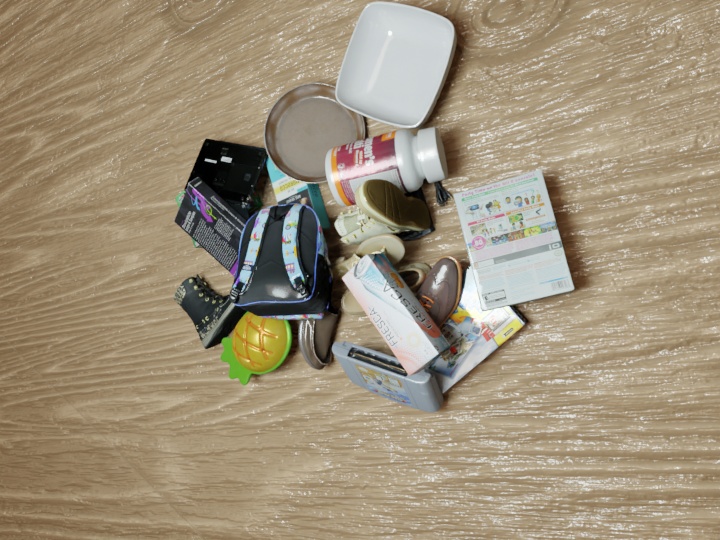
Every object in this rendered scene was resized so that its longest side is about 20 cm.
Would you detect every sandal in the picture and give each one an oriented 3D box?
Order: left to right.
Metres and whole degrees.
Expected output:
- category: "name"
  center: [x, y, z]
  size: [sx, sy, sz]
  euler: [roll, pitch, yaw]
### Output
- category: "sandal"
  center: [0.005, 0.003, 0.976]
  size: [0.211, 0.077, 0.070]
  euler: [-23, 42, 53]

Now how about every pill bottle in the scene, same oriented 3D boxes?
- category: "pill bottle"
  center: [0.047, -0.186, 0.941]
  size: [0.199, 0.109, 0.110]
  euler: [-11, 88, 19]

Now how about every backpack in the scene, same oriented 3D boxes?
- category: "backpack"
  center: [-0.142, -0.018, 1.008]
  size: [0.181, 0.135, 0.201]
  euler: [-5, 68, 19]

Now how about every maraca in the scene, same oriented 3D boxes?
- category: "maraca"
  center: [-0.222, 0.157, 1.120]
  size: [0.200, 0.107, 0.138]
  euler: [-38, 69, 23]

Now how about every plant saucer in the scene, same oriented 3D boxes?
- category: "plant saucer"
  center: [-0.090, -0.267, 1.044]
  size: [0.199, 0.032, 0.202]
  euler: [0, 86, 4]

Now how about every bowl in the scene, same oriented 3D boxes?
- category: "bowl"
  center: [0.071, -0.367, 0.967]
  size: [0.199, 0.075, 0.201]
  euler: [27, 104, 24]

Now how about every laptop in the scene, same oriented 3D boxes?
- category: "laptop"
  center: [-0.278, -0.162, 1.144]
  size: [0.176, 0.103, 0.201]
  euler: [15, 80, 25]

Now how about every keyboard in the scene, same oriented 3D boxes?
- category: "keyboard"
  center: [0.095, -0.163, 0.995]
  size: [0.127, 0.021, 0.201]
  euler: [-21, 84, 26]

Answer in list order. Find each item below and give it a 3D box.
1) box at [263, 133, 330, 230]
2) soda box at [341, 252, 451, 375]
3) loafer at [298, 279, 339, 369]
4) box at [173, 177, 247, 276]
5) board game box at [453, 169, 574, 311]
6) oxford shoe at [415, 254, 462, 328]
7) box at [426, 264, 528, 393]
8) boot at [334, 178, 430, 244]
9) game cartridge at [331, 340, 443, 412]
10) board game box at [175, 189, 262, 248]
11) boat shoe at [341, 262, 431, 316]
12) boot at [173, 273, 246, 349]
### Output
- category: "box"
  center: [-0.133, -0.168, 1.092]
  size: [0.082, 0.049, 0.201]
  euler: [-20, 83, 26]
- category: "soda box"
  center: [0.059, 0.068, 0.875]
  size: [0.068, 0.063, 0.200]
  euler: [-42, 75, 25]
- category: "loafer"
  center: [-0.081, 0.099, 1.065]
  size: [0.071, 0.073, 0.202]
  euler: [-6, 90, 28]
- category: "box"
  center: [-0.296, -0.083, 1.120]
  size: [0.200, 0.036, 0.143]
  euler: [42, 138, -4]
- category: "board game box"
  center: [0.248, -0.046, 0.874]
  size: [0.147, 0.064, 0.201]
  euler: [-14, 81, 15]
- category: "oxford shoe"
  center: [0.119, 0.069, 0.921]
  size: [0.071, 0.072, 0.201]
  euler: [25, 103, 24]
- category: "box"
  center: [0.179, 0.105, 0.954]
  size: [0.200, 0.038, 0.137]
  euler: [-46, 72, 21]
- category: "boot"
  center: [0.013, -0.094, 0.926]
  size: [0.154, 0.200, 0.073]
  euler: [-11, 77, 34]
- category: "game cartridge"
  center: [0.050, 0.198, 0.977]
  size: [0.199, 0.134, 0.042]
  euler: [14, 54, 31]
- category: "board game box"
  center: [-0.324, -0.157, 1.201]
  size: [0.199, 0.029, 0.135]
  euler: [-29, 79, 25]
- category: "boat shoe"
  center: [0.038, 0.034, 1.007]
  size: [0.199, 0.064, 0.072]
  euler: [-26, 81, 25]
- category: "boot"
  center: [-0.331, 0.060, 1.185]
  size: [0.154, 0.073, 0.204]
  euler: [49, 118, 15]
